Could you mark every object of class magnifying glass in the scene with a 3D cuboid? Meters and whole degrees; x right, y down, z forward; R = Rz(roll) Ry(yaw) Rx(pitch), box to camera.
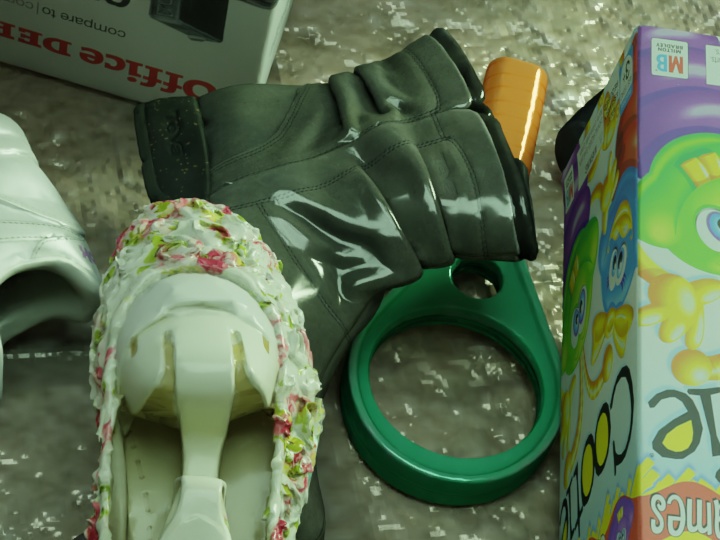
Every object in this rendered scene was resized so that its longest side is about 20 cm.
[{"bbox_3d":[0.043,-0.001,0.866,0.079,0.022,0.201,15,50,-1],"label":"magnifying glass"}]

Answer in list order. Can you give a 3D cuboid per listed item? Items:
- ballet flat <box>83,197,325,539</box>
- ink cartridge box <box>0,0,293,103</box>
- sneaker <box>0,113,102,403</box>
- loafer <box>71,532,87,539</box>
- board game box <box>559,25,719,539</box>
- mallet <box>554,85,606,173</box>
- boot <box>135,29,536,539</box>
[{"bbox_3d":[-0.045,0.060,0.683,0.075,0.064,0.201,0,65,-6],"label":"ballet flat"},{"bbox_3d":[-0.085,-0.157,0.846,0.143,0.200,0.084,16,54,0],"label":"ink cartridge box"},{"bbox_3d":[-0.173,0.018,0.766,0.199,0.075,0.100,-29,67,-28],"label":"sneaker"},{"bbox_3d":[-0.011,0.141,0.713,0.199,0.063,0.072,25,51,7],"label":"loafer"},{"bbox_3d":[0.126,0.036,0.782,0.104,0.103,0.201,7,61,-7],"label":"board game box"},{"bbox_3d":[0.154,0.001,0.884,0.066,0.041,0.200,-29,67,-29],"label":"mallet"},{"bbox_3d":[0.000,0.000,0.795,0.130,0.068,0.201,-13,52,0],"label":"boot"}]
